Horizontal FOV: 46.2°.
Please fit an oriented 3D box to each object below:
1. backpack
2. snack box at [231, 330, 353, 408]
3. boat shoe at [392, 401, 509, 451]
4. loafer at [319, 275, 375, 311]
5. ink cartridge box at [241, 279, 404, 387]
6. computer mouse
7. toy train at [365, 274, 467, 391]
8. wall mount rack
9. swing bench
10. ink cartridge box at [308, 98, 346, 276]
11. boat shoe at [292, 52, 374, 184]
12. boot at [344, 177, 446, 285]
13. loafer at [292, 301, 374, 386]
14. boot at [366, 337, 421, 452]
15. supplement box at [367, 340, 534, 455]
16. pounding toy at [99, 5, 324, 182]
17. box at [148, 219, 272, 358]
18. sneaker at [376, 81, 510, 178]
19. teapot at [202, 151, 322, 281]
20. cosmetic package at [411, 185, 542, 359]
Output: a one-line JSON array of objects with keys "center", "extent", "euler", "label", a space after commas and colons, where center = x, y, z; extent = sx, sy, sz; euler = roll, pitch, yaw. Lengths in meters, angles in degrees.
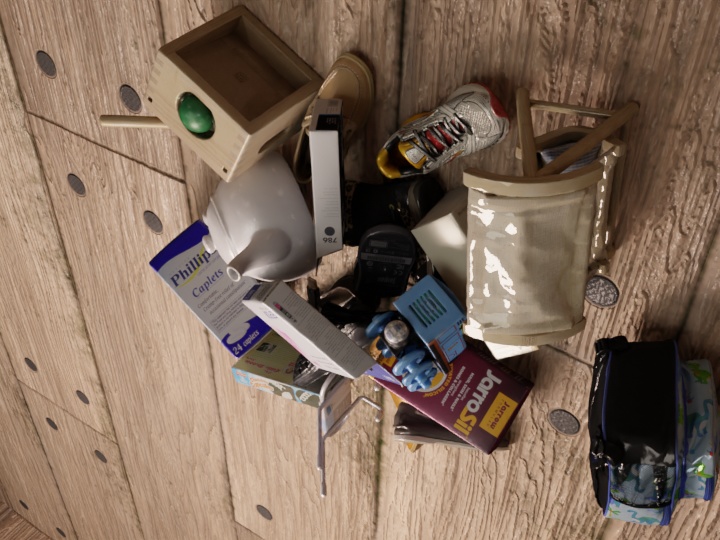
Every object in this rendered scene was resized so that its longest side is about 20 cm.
[{"center": [0.342, 0.199, 0.992], "extent": [0.146, 0.183, 0.200], "euler": [4, 138, 14], "label": "backpack"}, {"center": [-0.104, 0.159, 1.398], "extent": [0.199, 0.116, 0.037], "euler": [11, 131, 35], "label": "snack box"}, {"center": [0.139, 0.232, 1.242], "extent": [0.199, 0.057, 0.067], "euler": [12, 166, -26], "label": "boat shoe"}, {"center": [-0.047, 0.072, 1.309], "extent": [0.073, 0.071, 0.200], "euler": [49, 141, -4], "label": "loafer"}, {"center": [-0.056, 0.090, 1.077], "extent": [0.200, 0.043, 0.196], "euler": [42, 168, -9], "label": "ink cartridge box"}, {"center": [0.000, 0.000, 1.089], "extent": [0.140, 0.046, 0.200], "euler": [3, 138, 2], "label": "computer mouse"}, {"center": [0.081, 0.084, 1.052], "extent": [0.087, 0.114, 0.200], "euler": [53, 179, 23], "label": "toy train"}, {"center": [-0.032, 0.238, 1.280], "extent": [0.074, 0.174, 0.200], "euler": [32, 152, 21], "label": "wall mount rack"}, {"center": [0.194, -0.052, 0.876], "extent": [0.129, 0.200, 0.199], "euler": [13, 131, 21], "label": "swing bench"}, {"center": [-0.039, -0.101, 1.046], "extent": [0.039, 0.100, 0.201], "euler": [1, 124, 1], "label": "ink cartridge box"}, {"center": [-0.038, -0.187, 1.085], "extent": [0.071, 0.065, 0.200], "euler": [36, 139, 11], "label": "boat shoe"}, {"center": [0.050, -0.036, 1.131], "extent": [0.150, 0.073, 0.201], "euler": [10, 130, 37], "label": "boot"}, {"center": [-0.035, 0.121, 1.272], "extent": [0.070, 0.068, 0.201], "euler": [27, 132, -22], "label": "loafer"}, {"center": [0.065, 0.182, 1.318], "extent": [0.144, 0.071, 0.202], "euler": [35, 137, 22], "label": "boot"}, {"center": [0.127, 0.153, 1.176], "extent": [0.200, 0.086, 0.111], "euler": [32, 95, 17], "label": "supplement box"}, {"center": [-0.192, -0.217, 1.089], "extent": [0.184, 0.200, 0.142], "euler": [43, 141, 4], "label": "pounding toy"}, {"center": [-0.221, 0.030, 1.338], "extent": [0.200, 0.105, 0.184], "euler": [47, 174, -3], "label": "box"}, {"center": [0.094, -0.149, 0.974], "extent": [0.078, 0.082, 0.200], "euler": [53, 147, -10], "label": "sneaker"}, {"center": [-0.150, -0.064, 1.178], "extent": [0.200, 0.146, 0.198], "euler": [90, 157, -72], "label": "teapot"}, {"center": [0.162, -0.003, 1.037], "extent": [0.073, 0.104, 0.200], "euler": [-21, 109, 46], "label": "cosmetic package"}]
